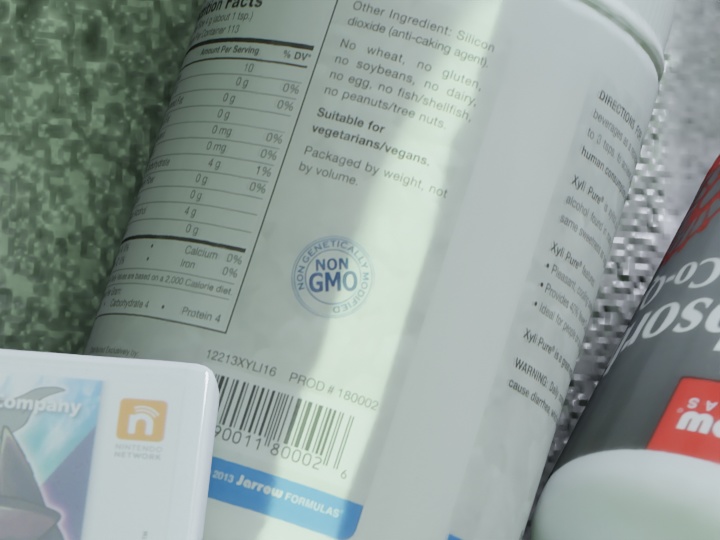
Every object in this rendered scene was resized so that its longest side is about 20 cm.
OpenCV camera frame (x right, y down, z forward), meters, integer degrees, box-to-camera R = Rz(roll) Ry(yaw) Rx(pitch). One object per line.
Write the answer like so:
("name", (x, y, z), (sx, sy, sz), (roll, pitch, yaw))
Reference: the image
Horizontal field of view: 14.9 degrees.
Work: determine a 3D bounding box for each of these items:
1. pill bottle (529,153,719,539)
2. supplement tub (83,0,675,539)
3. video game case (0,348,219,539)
("pill bottle", (0.117, 0.059, 0.771), (0.116, 0.116, 0.200), (36, 58, -9))
("supplement tub", (0.000, 0.000, 0.762), (0.132, 0.132, 0.200), (21, 78, -13))
("video game case", (-0.141, 0.098, 0.643), (0.200, 0.023, 0.183), (4, 60, 2))
